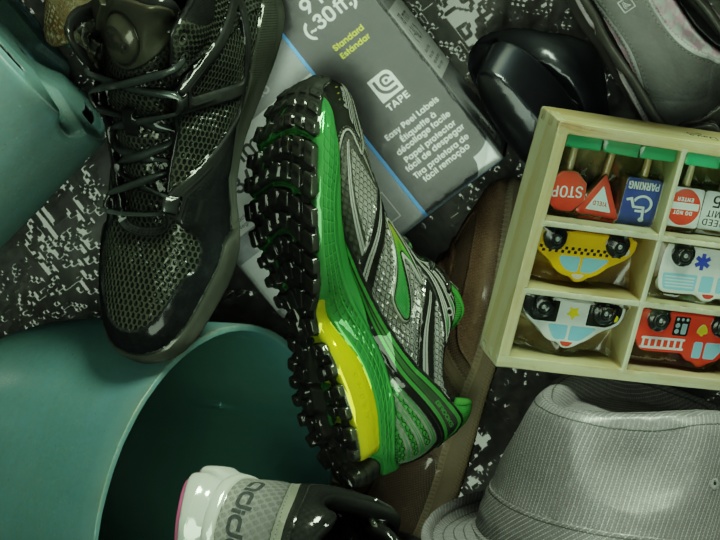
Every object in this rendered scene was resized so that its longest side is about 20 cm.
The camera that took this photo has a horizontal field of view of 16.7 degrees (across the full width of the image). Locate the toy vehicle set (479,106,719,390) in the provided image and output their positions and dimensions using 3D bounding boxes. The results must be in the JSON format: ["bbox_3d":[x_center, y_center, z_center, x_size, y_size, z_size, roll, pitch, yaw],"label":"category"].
[{"bbox_3d":[0.167,-0.005,1.202,0.199,0.027,0.125,7,108,-20],"label":"toy vehicle set"}]

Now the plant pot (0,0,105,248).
[{"bbox_3d":[-0.246,-0.060,1.218,0.196,0.200,0.200,-40,96,7],"label":"plant pot"}]

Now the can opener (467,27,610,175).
[{"bbox_3d":[0.119,-0.040,1.233,0.063,0.079,0.200,-14,121,48],"label":"can opener"}]

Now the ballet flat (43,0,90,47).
[{"bbox_3d":[-0.107,-0.181,1.189,0.065,0.071,0.200,29,130,-33],"label":"ballet flat"}]

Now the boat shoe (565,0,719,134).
[{"bbox_3d":[0.155,-0.102,1.212,0.067,0.057,0.200,-36,97,13],"label":"boat shoe"}]

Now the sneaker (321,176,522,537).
[{"bbox_3d":[0.034,0.042,1.259,0.075,0.070,0.201,16,105,4],"label":"sneaker"}]

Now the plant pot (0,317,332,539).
[{"bbox_3d":[-0.135,0.114,1.240,0.160,0.200,0.202,10,107,31],"label":"plant pot"}]

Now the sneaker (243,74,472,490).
[{"bbox_3d":[0.000,0.000,1.197,0.085,0.078,0.201,-20,109,-24],"label":"sneaker"}]

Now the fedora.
[{"bbox_3d":[0.134,0.102,1.201,0.199,0.177,0.091,2,102,-32],"label":"fedora"}]

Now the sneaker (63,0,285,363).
[{"bbox_3d":[-0.100,-0.062,1.139,0.076,0.114,0.201,8,78,31],"label":"sneaker"}]

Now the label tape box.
[{"bbox_3d":[-0.042,-0.096,1.238,0.144,0.063,0.200,-37,97,14],"label":"label tape box"}]

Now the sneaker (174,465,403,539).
[{"bbox_3d":[-0.009,0.150,1.213,0.087,0.200,0.074,10,76,33],"label":"sneaker"}]
